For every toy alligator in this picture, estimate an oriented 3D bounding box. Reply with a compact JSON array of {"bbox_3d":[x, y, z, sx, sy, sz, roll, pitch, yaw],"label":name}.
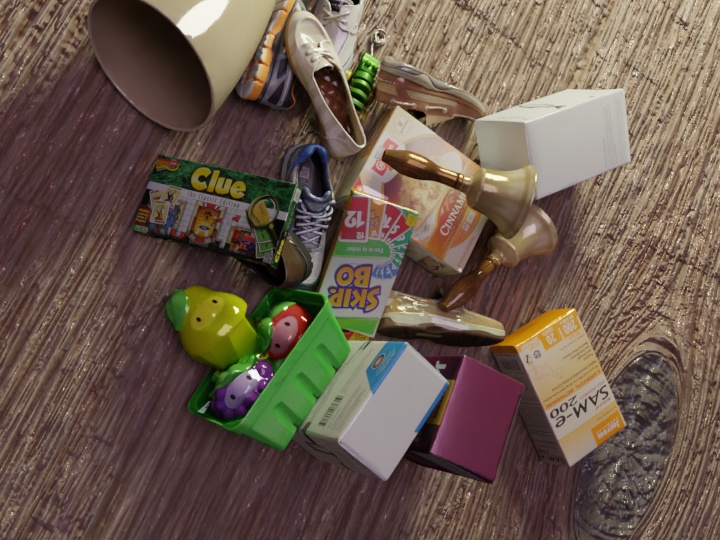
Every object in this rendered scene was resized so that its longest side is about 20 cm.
[{"bbox_3d":[0.002,-0.269,1.166,0.059,0.054,0.200,30,73,-19],"label":"toy alligator"}]

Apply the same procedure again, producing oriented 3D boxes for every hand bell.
[{"bbox_3d":[0.124,-0.122,1.112,0.199,0.104,0.104,17,77,-9],"label":"hand bell"},{"bbox_3d":[0.183,-0.007,1.182,0.200,0.104,0.104,-42,101,-28],"label":"hand bell"}]

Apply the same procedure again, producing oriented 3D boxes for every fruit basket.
[{"bbox_3d":[-0.142,0.094,1.024,0.215,0.155,0.216,-5,98,-37],"label":"fruit basket"}]

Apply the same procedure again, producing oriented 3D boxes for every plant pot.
[{"bbox_3d":[-0.198,-0.307,1.028,0.187,0.187,0.200,46,57,-13],"label":"plant pot"}]

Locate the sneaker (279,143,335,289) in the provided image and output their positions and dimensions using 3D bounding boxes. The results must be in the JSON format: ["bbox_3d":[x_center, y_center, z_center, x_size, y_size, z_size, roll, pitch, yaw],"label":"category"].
[{"bbox_3d":[-0.074,-0.076,1.095,0.077,0.085,0.201,1,85,-24],"label":"sneaker"}]

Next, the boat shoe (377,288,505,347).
[{"bbox_3d":[0.118,0.061,1.180,0.199,0.072,0.076,11,65,-24],"label":"boat shoe"}]

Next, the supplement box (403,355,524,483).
[{"bbox_3d":[0.104,0.189,1.083,0.103,0.200,0.131,28,73,-19],"label":"supplement box"}]

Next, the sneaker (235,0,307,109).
[{"bbox_3d":[-0.103,-0.309,1.120,0.077,0.078,0.201,25,78,-33],"label":"sneaker"}]

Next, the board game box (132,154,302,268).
[{"bbox_3d":[-0.178,-0.075,1.014,0.199,0.023,0.105,13,78,19],"label":"board game box"}]

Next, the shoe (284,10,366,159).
[{"bbox_3d":[-0.041,-0.246,1.086,0.070,0.053,0.201,-27,105,-30],"label":"shoe"}]

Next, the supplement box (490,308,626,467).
[{"bbox_3d":[0.298,0.174,1.240,0.126,0.073,0.200,-28,96,-23],"label":"supplement box"}]

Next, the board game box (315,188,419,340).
[{"bbox_3d":[0.000,0.000,1.110,0.095,0.030,0.201,17,103,-14],"label":"board game box"}]

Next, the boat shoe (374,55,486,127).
[{"bbox_3d":[0.098,-0.246,1.200,0.200,0.076,0.072,15,104,-34],"label":"boat shoe"}]

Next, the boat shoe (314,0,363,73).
[{"bbox_3d":[-0.029,-0.355,1.144,0.072,0.066,0.201,19,75,6],"label":"boat shoe"}]

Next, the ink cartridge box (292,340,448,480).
[{"bbox_3d":[-0.003,0.169,1.039,0.084,0.200,0.146,42,70,-17],"label":"ink cartridge box"}]

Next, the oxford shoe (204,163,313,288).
[{"bbox_3d":[-0.146,-0.058,1.044,0.200,0.084,0.073,44,112,4],"label":"oxford shoe"}]

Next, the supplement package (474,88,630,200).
[{"bbox_3d":[0.289,-0.193,1.236,0.200,0.117,0.118,-22,112,-27],"label":"supplement package"}]

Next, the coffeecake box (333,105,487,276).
[{"bbox_3d":[0.082,-0.109,1.175,0.200,0.073,0.154,33,73,-17],"label":"coffeecake box"}]
